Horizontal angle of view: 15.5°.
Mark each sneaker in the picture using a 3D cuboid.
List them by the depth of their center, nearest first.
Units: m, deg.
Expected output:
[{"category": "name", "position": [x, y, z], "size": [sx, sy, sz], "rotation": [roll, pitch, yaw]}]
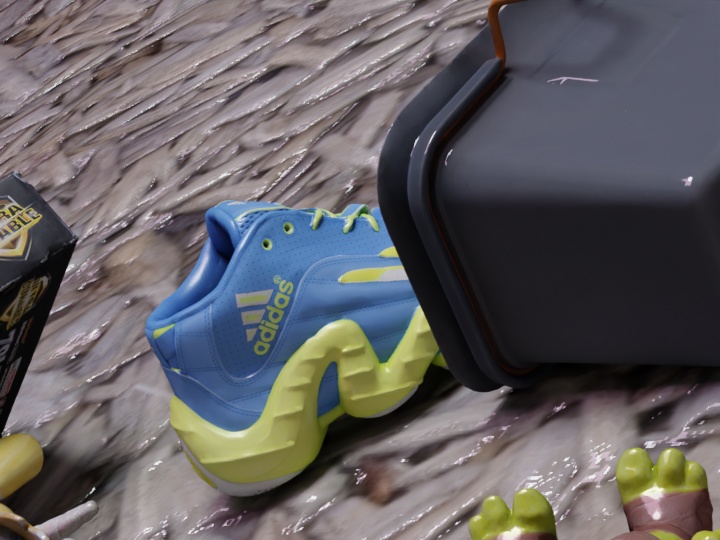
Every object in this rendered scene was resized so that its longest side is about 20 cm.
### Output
[{"category": "sneaker", "position": [0.000, 0.000, 1.071], "size": [0.200, 0.105, 0.076], "rotation": [-37, 21, -13]}]

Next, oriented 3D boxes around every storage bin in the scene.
[{"category": "storage bin", "position": [0.122, -0.054, 0.997], "size": [0.134, 0.146, 0.200], "rotation": [5, 40, 43]}]

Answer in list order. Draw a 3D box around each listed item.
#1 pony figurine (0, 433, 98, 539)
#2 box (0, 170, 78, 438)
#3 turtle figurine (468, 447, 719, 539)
[{"category": "pony figurine", "position": [-0.190, 0.128, 1.020], "size": [0.192, 0.167, 0.200], "rotation": [-26, 4, -7]}, {"category": "box", "position": [-0.226, 0.068, 1.160], "size": [0.198, 0.050, 0.200], "rotation": [-38, -11, -32]}, {"category": "turtle figurine", "position": [0.068, 0.110, 0.776], "size": [0.199, 0.065, 0.161], "rotation": [-33, 10, 23]}]
